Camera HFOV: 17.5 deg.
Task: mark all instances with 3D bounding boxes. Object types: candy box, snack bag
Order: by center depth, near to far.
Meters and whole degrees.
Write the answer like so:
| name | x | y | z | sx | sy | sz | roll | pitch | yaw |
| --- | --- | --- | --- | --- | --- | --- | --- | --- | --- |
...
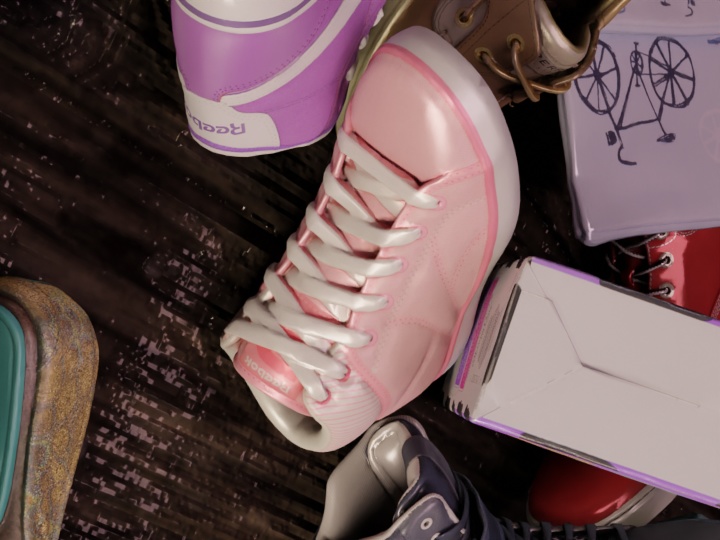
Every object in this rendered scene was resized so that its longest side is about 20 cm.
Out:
| name | x | y | z | sx | sy | sz | roll | pitch | yaw |
| --- | --- | --- | --- | --- | --- | --- | --- | --- | --- |
| candy box | 0.127 | 0.054 | 0.996 | 0.200 | 0.167 | 0.072 | 155 | -46 | -87 |
| snack bag | 0.147 | -0.112 | 1.091 | 0.188 | 0.021 | 0.202 | -5 | 90 | -48 |

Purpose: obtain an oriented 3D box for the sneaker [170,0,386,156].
| name | x | y | z | sx | sy | sz | roll | pitch | yaw |
| --- | --- | --- | --- | --- | --- | --- | --- | --- | --- |
| sneaker | -0.010 | -0.123 | 0.929 | 0.200 | 0.072 | 0.115 | -44 | 151 | -35 |

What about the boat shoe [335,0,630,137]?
| name | x | y | z | sx | sy | sz | roll | pitch | yaw |
| --- | --- | --- | --- | --- | --- | --- | --- | --- | --- |
| boat shoe | 0.068 | -0.108 | 0.959 | 0.074 | 0.067 | 0.200 | 19 | 117 | -48 |

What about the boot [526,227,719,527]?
| name | x | y | z | sx | sy | sz | roll | pitch | yaw |
| --- | --- | --- | --- | --- | --- | --- | --- | --- | --- |
| boot | 0.127 | 0.027 | 1.133 | 0.200 | 0.072 | 0.145 | -52 | 135 | -32 |

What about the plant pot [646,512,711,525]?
| name | x | y | z | sx | sy | sz | roll | pitch | yaw |
| --- | --- | --- | --- | --- | --- | --- | --- | --- | --- |
| plant pot | 0.170 | 0.231 | 1.173 | 0.201 | 0.141 | 0.142 | 58 | 33 | -20 |

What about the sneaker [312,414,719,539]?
| name | x | y | z | sx | sy | sz | roll | pitch | yaw |
| --- | --- | --- | --- | --- | --- | --- | --- | --- | --- |
| sneaker | 0.075 | 0.122 | 1.044 | 0.201 | 0.077 | 0.147 | -20 | 122 | -2 |

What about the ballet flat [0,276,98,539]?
| name | x | y | z | sx | sy | sz | roll | pitch | yaw |
| --- | --- | --- | --- | --- | --- | --- | --- | --- | --- |
| ballet flat | -0.136 | 0.101 | 0.860 | 0.070 | 0.070 | 0.202 | 4 | 101 | -50 |

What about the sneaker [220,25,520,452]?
| name | x | y | z | sx | sy | sz | roll | pitch | yaw |
| --- | --- | --- | --- | --- | --- | --- | --- | --- | --- |
| sneaker | 0.000 | 0.000 | 0.936 | 0.104 | 0.075 | 0.201 | -36 | 153 | -30 |
